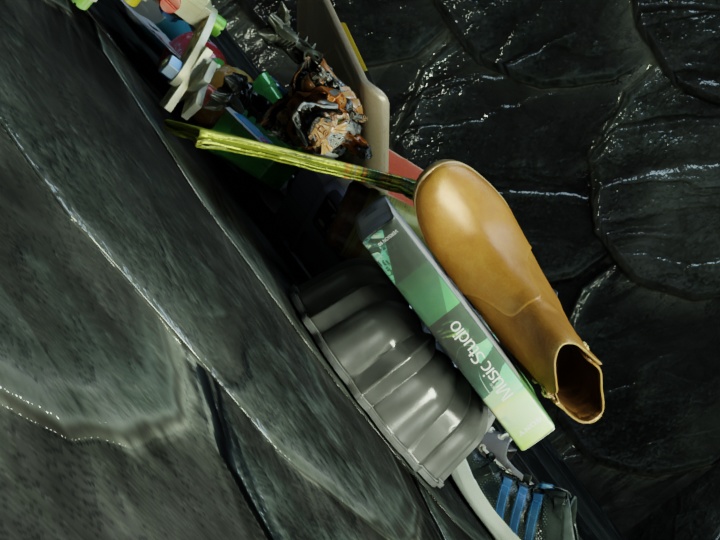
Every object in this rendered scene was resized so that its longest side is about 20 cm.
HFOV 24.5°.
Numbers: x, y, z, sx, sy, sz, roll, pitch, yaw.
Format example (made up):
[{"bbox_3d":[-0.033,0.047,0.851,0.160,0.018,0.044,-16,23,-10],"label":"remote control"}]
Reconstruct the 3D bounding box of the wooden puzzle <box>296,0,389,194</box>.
[{"bbox_3d":[-0.012,-0.139,1.512,0.200,0.037,0.186,-119,-158,-47],"label":"wooden puzzle"}]

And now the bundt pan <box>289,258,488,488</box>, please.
[{"bbox_3d":[0.031,0.072,1.333,0.202,0.076,0.202,52,4,-6],"label":"bundt pan"}]

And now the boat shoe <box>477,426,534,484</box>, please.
[{"bbox_3d":[0.130,0.181,1.600,0.200,0.063,0.073,53,6,13],"label":"boat shoe"}]

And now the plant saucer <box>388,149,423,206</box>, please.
[{"bbox_3d":[0.016,-0.065,1.711,0.199,0.037,0.200,31,-22,5],"label":"plant saucer"}]

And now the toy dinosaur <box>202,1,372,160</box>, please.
[{"bbox_3d":[-0.046,-0.133,1.372,0.135,0.102,0.200,37,-12,-2],"label":"toy dinosaur"}]

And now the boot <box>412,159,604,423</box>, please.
[{"bbox_3d":[0.120,0.016,1.250,0.202,0.071,0.144,56,-2,-34],"label":"boot"}]

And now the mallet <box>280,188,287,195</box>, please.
[{"bbox_3d":[-0.025,-0.027,1.693,0.041,0.066,0.200,-2,20,-41],"label":"mallet"}]

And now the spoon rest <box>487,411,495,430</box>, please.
[{"bbox_3d":[0.119,0.098,1.570,0.060,0.200,0.100,24,-53,22],"label":"spoon rest"}]

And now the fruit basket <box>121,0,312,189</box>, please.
[{"bbox_3d":[-0.126,-0.169,1.513,0.200,0.094,0.185,50,3,8],"label":"fruit basket"}]

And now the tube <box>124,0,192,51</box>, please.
[{"bbox_3d":[-0.198,-0.248,1.739,0.078,0.050,0.200,58,0,14],"label":"tube"}]

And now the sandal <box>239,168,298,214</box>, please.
[{"bbox_3d":[-0.102,-0.115,1.656,0.201,0.043,0.076,53,4,2],"label":"sandal"}]

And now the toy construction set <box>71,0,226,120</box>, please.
[{"bbox_3d":[-0.174,-0.226,1.362,0.200,0.092,0.131,51,15,-29],"label":"toy construction set"}]

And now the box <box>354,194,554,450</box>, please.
[{"bbox_3d":[0.069,0.037,1.274,0.200,0.036,0.144,51,4,-8],"label":"box"}]

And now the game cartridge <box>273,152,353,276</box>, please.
[{"bbox_3d":[0.000,0.000,1.484,0.200,0.038,0.130,53,-24,11],"label":"game cartridge"}]

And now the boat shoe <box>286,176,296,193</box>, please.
[{"bbox_3d":[-0.013,-0.004,1.597,0.070,0.070,0.201,-9,65,-42],"label":"boat shoe"}]

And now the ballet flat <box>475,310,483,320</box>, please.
[{"bbox_3d":[0.085,0.039,1.530,0.072,0.072,0.200,52,-9,0],"label":"ballet flat"}]

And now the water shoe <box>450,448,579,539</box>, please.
[{"bbox_3d":[0.150,0.211,1.451,0.200,0.079,0.071,54,4,15],"label":"water shoe"}]

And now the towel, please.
[{"bbox_3d":[-0.053,-0.087,1.321,0.199,0.018,0.086,12,3,-27],"label":"towel"}]

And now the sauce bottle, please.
[{"bbox_3d":[0.069,-0.007,1.395,0.199,0.066,0.066,25,4,0],"label":"sauce bottle"}]
